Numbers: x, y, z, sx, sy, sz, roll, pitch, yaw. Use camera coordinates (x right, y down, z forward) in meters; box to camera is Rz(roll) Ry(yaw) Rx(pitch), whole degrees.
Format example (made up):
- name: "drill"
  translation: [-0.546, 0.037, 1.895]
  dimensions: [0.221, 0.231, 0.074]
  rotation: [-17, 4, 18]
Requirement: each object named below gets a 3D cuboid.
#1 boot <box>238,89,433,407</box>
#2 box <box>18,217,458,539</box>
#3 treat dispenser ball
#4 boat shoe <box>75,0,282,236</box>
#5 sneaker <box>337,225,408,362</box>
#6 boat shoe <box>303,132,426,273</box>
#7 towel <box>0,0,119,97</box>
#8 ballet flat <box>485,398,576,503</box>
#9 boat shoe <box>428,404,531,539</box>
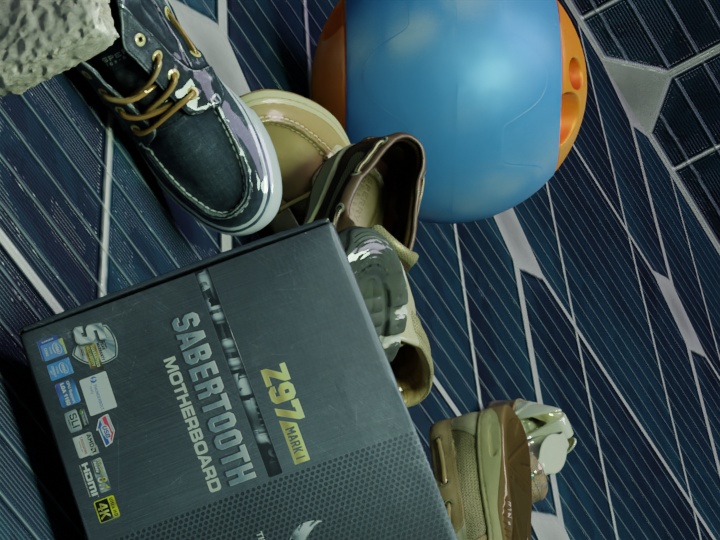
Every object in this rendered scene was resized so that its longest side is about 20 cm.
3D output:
- name: "boot"
  translation: [-0.021, -0.011, 1.847]
  dimensions: [0.200, 0.073, 0.156]
  rotation: [51, 19, -50]
- name: "box"
  translation: [-0.052, 0.093, 1.331]
  dimensions: [0.051, 0.157, 0.200]
  rotation: [82, -12, -68]
- name: "treat dispenser ball"
  translation: [0.064, -0.135, 2.116]
  dimensions: [0.201, 0.200, 0.201]
  rotation: [57, 15, -24]
- name: "boat shoe"
  translation: [-0.122, -0.104, 1.662]
  dimensions: [0.201, 0.071, 0.091]
  rotation: [57, 14, 5]
- name: "sneaker"
  translation: [-0.046, 0.045, 1.467]
  dimensions: [0.074, 0.200, 0.085]
  rotation: [-1, 44, -38]
- name: "boat shoe"
  translation: [-0.005, -0.003, 1.748]
  dimensions: [0.075, 0.075, 0.203]
  rotation: [33, 50, -28]
- name: "towel"
  translation: [-0.189, -0.153, 1.357]
  dimensions: [0.034, 0.132, 0.200]
  rotation: [52, 16, -51]
- name: "ballet flat"
  translation: [0.121, 0.131, 2.098]
  dimensions: [0.068, 0.067, 0.200]
  rotation: [61, 13, -10]
- name: "boat shoe"
  translation: [0.072, 0.181, 1.838]
  dimensions: [0.071, 0.064, 0.200]
  rotation: [57, 29, -49]
